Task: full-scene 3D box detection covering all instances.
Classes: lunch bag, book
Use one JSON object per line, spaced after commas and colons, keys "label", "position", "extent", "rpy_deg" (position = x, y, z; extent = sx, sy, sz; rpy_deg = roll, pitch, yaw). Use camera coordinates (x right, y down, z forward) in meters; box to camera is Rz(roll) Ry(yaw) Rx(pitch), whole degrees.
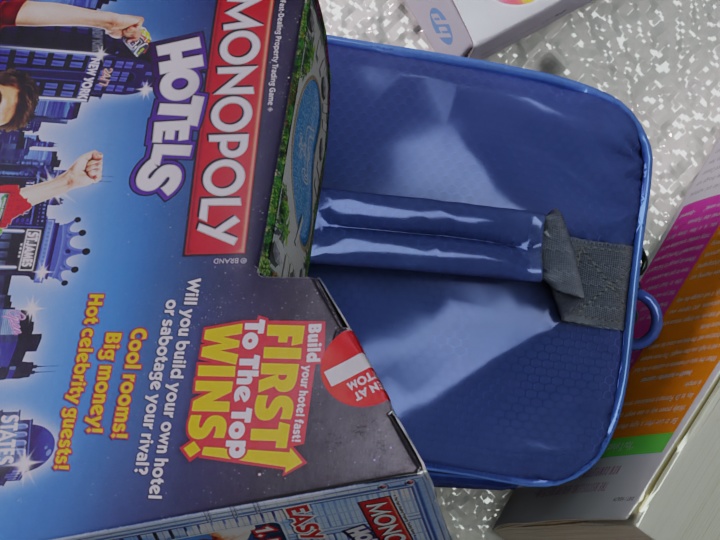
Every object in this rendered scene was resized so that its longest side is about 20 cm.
{"label": "lunch bag", "position": [0.000, 0.000, 0.818], "extent": [0.199, 0.132, 0.137], "rpy_deg": [7, 86, -13]}
{"label": "book", "position": [0.126, 0.009, 0.850], "extent": [0.048, 0.134, 0.200], "rpy_deg": [35, 76, -15]}

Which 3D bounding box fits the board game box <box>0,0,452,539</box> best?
{"label": "board game box", "position": [-0.068, 0.018, 0.693], "extent": [0.199, 0.062, 0.201], "rpy_deg": [2, 60, 12]}

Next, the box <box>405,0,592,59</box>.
{"label": "box", "position": [0.050, -0.194, 0.924], "extent": [0.156, 0.041, 0.200], "rpy_deg": [-29, 84, -16]}
